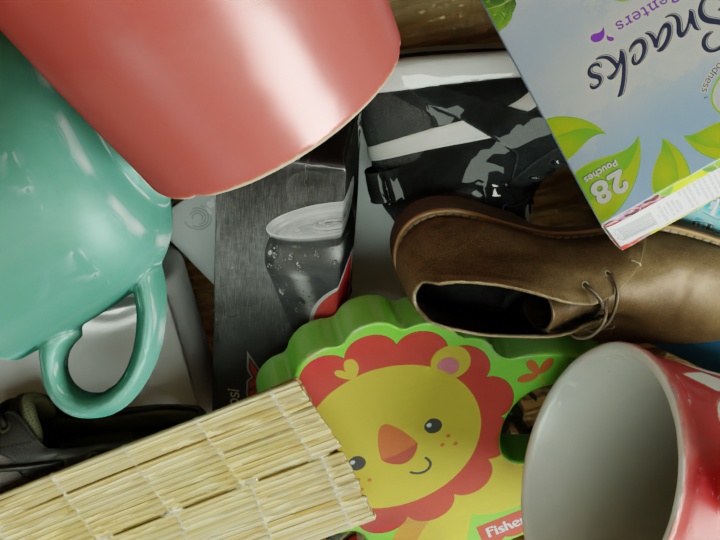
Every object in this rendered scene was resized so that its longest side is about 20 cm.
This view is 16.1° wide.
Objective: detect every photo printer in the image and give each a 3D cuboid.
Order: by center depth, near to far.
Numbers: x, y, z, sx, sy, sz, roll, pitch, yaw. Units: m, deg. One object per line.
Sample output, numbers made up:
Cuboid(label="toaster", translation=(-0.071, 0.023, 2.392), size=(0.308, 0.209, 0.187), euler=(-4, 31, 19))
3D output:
Cuboid(label="photo printer", translation=(-0.155, 0.091, 1.423), size=(0.166, 0.070, 0.201), euler=(-9, 121, 6))

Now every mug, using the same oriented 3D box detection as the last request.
Cuboid(label="mug", translation=(0.208, 0.128, 1.278), size=(0.199, 0.178, 0.134), euler=(12, 109, -31))
Cuboid(label="mug", translation=(-0.156, -0.036, 1.297), size=(0.114, 0.152, 0.185), euler=(-30, 122, 11))

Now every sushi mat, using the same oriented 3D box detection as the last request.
Cuboid(label="sushi mat", translation=(-0.099, 0.125, 1.315), size=(0.199, 0.012, 0.096), euler=(-21, 116, 11))

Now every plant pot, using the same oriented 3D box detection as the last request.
Cuboid(label="plant pot", translation=(-0.082, -0.145, 1.194), size=(0.200, 0.201, 0.178), euler=(-26, 114, 15))

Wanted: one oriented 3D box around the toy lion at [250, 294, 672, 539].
Cuboid(label="toy lion", translation=(0.047, 0.086, 1.339), size=(0.199, 0.069, 0.192), euler=(-21, 125, 3))

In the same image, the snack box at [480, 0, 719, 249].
Cuboid(label="snack box", translation=(0.169, -0.133, 1.216), size=(0.199, 0.068, 0.169), euler=(-29, 73, 9))

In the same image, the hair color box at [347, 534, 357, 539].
Cuboid(label="hair color box", translation=(-0.020, 0.240, 1.520), size=(0.200, 0.064, 0.111), euler=(-33, 117, 18))

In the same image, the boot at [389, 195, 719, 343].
Cuboid(label="boot", translation=(0.115, 0.015, 1.274), size=(0.199, 0.076, 0.074), euler=(7, 117, -9))

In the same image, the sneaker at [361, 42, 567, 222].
Cuboid(label="sneaker", translation=(0.100, -0.063, 1.311), size=(0.199, 0.073, 0.112), euler=(-3, 103, 12))

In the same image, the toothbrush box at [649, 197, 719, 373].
Cuboid(label="toothbrush box", translation=(0.235, -0.039, 1.331), size=(0.146, 0.085, 0.200), euler=(23, 120, -14))

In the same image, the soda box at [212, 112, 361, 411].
Cuboid(label="soda box", translation=(-0.040, 0.003, 1.332), size=(0.070, 0.063, 0.201), euler=(7, 129, 5))

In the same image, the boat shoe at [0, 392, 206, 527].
Cuboid(label="boat shoe", translation=(-0.172, 0.095, 1.348), size=(0.200, 0.072, 0.066), euler=(1, 110, 4))

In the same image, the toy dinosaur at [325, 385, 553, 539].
Cuboid(label="toy dinosaur", translation=(0.062, 0.108, 1.425), size=(0.200, 0.048, 0.088), euler=(-42, 135, 17))

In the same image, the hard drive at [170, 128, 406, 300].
Cuboid(label="hard drive", translation=(0.000, 0.000, 1.392), size=(0.132, 0.026, 0.200), euler=(-34, 116, 19))
